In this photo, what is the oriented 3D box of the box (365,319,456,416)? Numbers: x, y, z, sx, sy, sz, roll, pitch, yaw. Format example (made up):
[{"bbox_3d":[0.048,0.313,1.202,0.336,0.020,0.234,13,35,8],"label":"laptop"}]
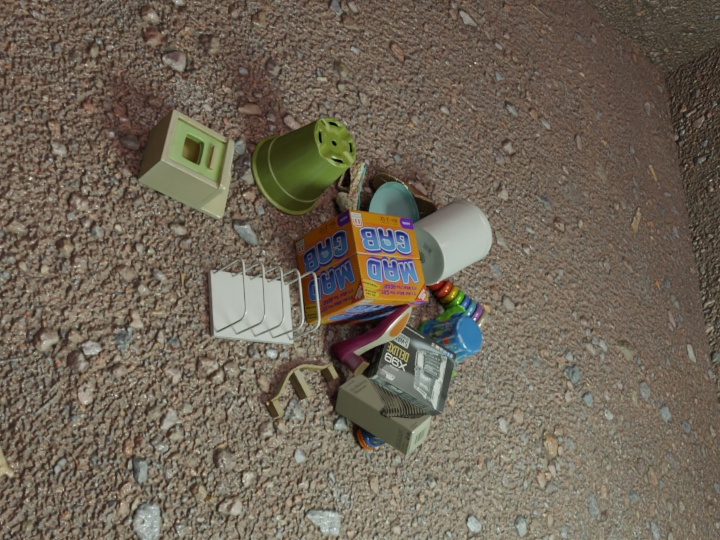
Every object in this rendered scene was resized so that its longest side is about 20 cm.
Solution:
[{"bbox_3d":[0.118,0.221,1.812,0.199,0.050,0.159,33,56,-20],"label":"box"}]

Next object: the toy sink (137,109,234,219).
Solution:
[{"bbox_3d":[-0.333,-0.215,1.616,0.199,0.112,0.131,28,54,-33],"label":"toy sink"}]

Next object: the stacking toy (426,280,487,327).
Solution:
[{"bbox_3d":[0.243,0.076,2.081,0.200,0.085,0.086,44,46,-11],"label":"stacking toy"}]

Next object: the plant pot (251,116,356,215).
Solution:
[{"bbox_3d":[-0.114,-0.255,1.792,0.199,0.189,0.202,21,57,-36],"label":"plant pot"}]

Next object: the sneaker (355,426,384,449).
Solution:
[{"bbox_3d":[0.082,0.350,1.785,0.199,0.078,0.076,-23,89,-47],"label":"sneaker"}]

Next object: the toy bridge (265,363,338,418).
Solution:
[{"bbox_3d":[-0.130,0.240,1.666,0.199,0.027,0.068,-26,88,-47],"label":"toy bridge"}]

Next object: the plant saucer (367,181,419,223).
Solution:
[{"bbox_3d":[0.079,-0.124,2.006,0.199,0.027,0.202,2,87,-47],"label":"plant saucer"}]

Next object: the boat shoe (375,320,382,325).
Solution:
[{"bbox_3d":[0.074,0.050,1.928,0.068,0.074,0.202,24,63,-41],"label":"boat shoe"}]

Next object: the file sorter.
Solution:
[{"bbox_3d":[-0.194,0.063,1.616,0.199,0.124,0.140,11,65,-41],"label":"file sorter"}]

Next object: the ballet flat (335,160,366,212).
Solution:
[{"bbox_3d":[-0.028,-0.191,1.949,0.063,0.076,0.201,12,54,-5],"label":"ballet flat"}]

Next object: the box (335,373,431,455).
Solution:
[{"bbox_3d":[0.047,0.307,1.693,0.199,0.069,0.082,27,32,26],"label":"box"}]

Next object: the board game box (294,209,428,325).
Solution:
[{"bbox_3d":[0.000,0.000,1.778,0.199,0.199,0.202,4,68,-43],"label":"board game box"}]

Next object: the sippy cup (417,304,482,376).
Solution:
[{"bbox_3d":[0.229,0.176,1.973,0.139,0.130,0.179,-2,72,-45],"label":"sippy cup"}]

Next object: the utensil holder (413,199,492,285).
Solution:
[{"bbox_3d":[0.211,-0.069,2.010,0.199,0.170,0.171,-28,92,-40],"label":"utensil holder"}]

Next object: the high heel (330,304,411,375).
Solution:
[{"bbox_3d":[0.023,0.134,1.752,0.096,0.200,0.067,43,7,31],"label":"high heel"}]

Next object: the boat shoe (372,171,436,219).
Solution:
[{"bbox_3d":[0.111,-0.202,2.088,0.199,0.072,0.068,29,20,-23],"label":"boat shoe"}]
